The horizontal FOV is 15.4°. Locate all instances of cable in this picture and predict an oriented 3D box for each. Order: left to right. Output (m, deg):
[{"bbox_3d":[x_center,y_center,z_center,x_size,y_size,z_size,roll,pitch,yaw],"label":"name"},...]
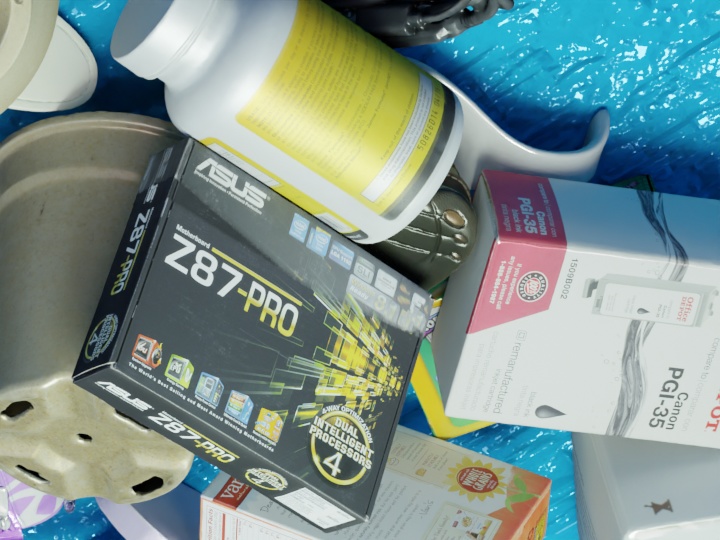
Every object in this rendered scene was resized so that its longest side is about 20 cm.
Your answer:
[{"bbox_3d":[0.012,-0.190,1.558,0.163,0.051,0.200,35,158,-33],"label":"cable"}]

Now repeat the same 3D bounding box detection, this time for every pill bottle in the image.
[{"bbox_3d":[-0.045,-0.108,1.593,0.200,0.112,0.112,33,116,-24],"label":"pill bottle"}]

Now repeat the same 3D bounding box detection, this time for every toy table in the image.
[{"bbox_3d":[-0.135,0.227,1.843,0.200,0.184,0.117,37,101,-29],"label":"toy table"}]

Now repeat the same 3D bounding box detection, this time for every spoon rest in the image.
[{"bbox_3d":[0.064,-0.087,1.699,0.200,0.061,0.099,7,125,-12],"label":"spoon rest"}]

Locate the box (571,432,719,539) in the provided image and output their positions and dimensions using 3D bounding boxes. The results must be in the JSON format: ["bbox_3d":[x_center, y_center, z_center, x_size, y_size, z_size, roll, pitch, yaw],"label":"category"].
[{"bbox_3d":[0.255,0.163,1.817,0.200,0.199,0.171,-9,126,-2],"label":"box"}]

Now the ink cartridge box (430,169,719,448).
[{"bbox_3d":[0.160,0.026,1.705,0.200,0.083,0.147,7,123,-12],"label":"ink cartridge box"}]

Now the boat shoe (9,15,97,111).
[{"bbox_3d":[-0.260,-0.141,1.636,0.200,0.073,0.062,14,167,-24],"label":"boat shoe"}]

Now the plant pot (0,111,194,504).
[{"bbox_3d":[-0.157,0.035,1.649,0.200,0.184,0.200,6,144,5],"label":"plant pot"}]

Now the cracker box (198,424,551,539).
[{"bbox_3d":[0.010,0.164,1.779,0.200,0.134,0.058,19,129,19],"label":"cracker box"}]

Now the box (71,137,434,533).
[{"bbox_3d":[-0.060,0.040,1.586,0.200,0.161,0.049,34,146,-26],"label":"box"}]

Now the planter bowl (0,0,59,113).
[{"bbox_3d":[-0.259,-0.157,1.518,0.200,0.135,0.200,-4,104,-19],"label":"planter bowl"}]

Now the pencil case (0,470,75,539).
[{"bbox_3d":[-0.254,0.089,1.775,0.084,0.086,0.200,-5,126,12],"label":"pencil case"}]

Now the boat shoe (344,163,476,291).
[{"bbox_3d":[0.000,0.000,1.707,0.076,0.074,0.200,36,122,-27],"label":"boat shoe"}]

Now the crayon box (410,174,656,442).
[{"bbox_3d":[0.120,0.027,1.789,0.200,0.058,0.119,-19,125,7],"label":"crayon box"}]
